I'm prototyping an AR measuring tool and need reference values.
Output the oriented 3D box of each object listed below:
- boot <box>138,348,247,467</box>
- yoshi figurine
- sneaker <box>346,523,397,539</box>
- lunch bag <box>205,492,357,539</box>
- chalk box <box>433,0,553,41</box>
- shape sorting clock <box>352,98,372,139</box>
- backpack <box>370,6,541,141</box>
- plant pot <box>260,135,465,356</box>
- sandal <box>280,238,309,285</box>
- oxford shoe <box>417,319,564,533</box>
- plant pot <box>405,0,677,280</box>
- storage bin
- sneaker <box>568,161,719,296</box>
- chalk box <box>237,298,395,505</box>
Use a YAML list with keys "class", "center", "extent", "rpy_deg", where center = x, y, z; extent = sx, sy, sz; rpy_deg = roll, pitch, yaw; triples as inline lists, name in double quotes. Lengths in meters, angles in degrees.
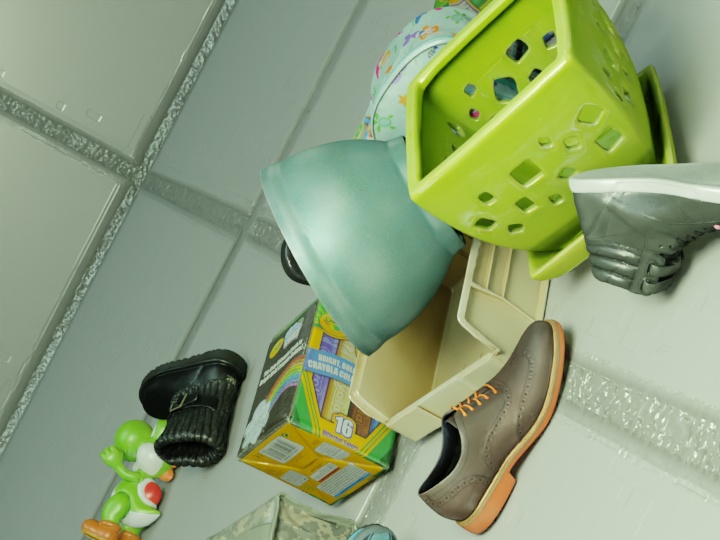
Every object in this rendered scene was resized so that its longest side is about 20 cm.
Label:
- class: "boot"
  center: [-0.250, 0.204, 2.248]
  extent: [0.210, 0.079, 0.159]
  rpy_deg: [-26, 39, 42]
- class: "yoshi figurine"
  center: [-0.332, 0.298, 2.340]
  extent: [0.201, 0.111, 0.112]
  rpy_deg: [-65, 12, -17]
- class: "sneaker"
  center: [0.021, 0.319, 1.450]
  extent: [0.095, 0.079, 0.202]
  rpy_deg: [-27, 47, 45]
- class: "lunch bag"
  center: [-0.097, 0.350, 1.634]
  extent: [0.164, 0.117, 0.202]
  rpy_deg: [-37, 36, 49]
- class: "chalk box"
  center: [0.168, -0.328, 1.853]
  extent: [0.200, 0.124, 0.125]
  rpy_deg: [-40, 28, 51]
- class: "shape sorting clock"
  center: [0.025, -0.161, 1.941]
  extent: [0.200, 0.039, 0.201]
  rpy_deg: [-51, 20, 27]
- class: "backpack"
  center: [0.108, -0.158, 1.641]
  extent: [0.178, 0.199, 0.151]
  rpy_deg: [-49, 18, 32]
- class: "plant pot"
  center: [0.014, -0.042, 1.513]
  extent: [0.133, 0.201, 0.201]
  rpy_deg: [-31, 25, 8]
- class: "sandal"
  center: [0.000, 0.000, 1.723]
  extent: [0.045, 0.198, 0.076]
  rpy_deg: [-36, 49, 54]
- class: "oxford shoe"
  center: [0.117, 0.127, 1.435]
  extent: [0.202, 0.072, 0.071]
  rpy_deg: [-65, 18, -8]
- class: "plant pot"
  center: [0.169, -0.125, 1.456]
  extent: [0.199, 0.181, 0.201]
  rpy_deg: [-40, 26, 27]
- class: "storage bin"
  center: [0.090, 0.038, 1.599]
  extent: [0.200, 0.093, 0.200]
  rpy_deg: [-39, 29, 49]
- class: "sneaker"
  center: [0.260, -0.031, 1.307]
  extent: [0.199, 0.070, 0.100]
  rpy_deg: [3, 108, 43]
- class: "chalk box"
  center: [-0.031, 0.121, 1.737]
  extent: [0.125, 0.123, 0.201]
  rpy_deg: [-40, 28, 50]
